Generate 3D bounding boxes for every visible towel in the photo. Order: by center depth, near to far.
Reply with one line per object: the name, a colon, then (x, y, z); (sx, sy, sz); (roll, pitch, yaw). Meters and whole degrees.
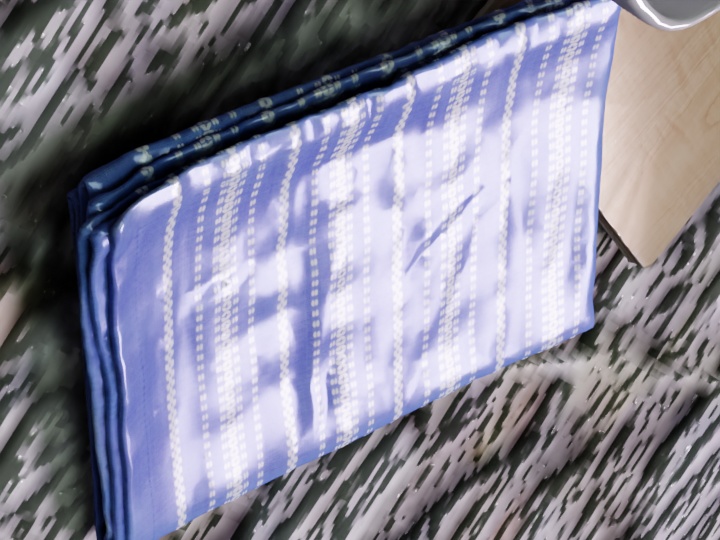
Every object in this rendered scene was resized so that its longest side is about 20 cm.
towel: (0.000, 0.000, 0.816); (0.200, 0.024, 0.145); (-24, 134, -28)

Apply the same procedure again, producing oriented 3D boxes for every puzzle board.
puzzle board: (0.125, -0.114, 0.886); (0.200, 0.017, 0.151); (-51, 140, -7)

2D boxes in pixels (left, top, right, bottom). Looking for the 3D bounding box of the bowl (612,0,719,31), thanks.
bowl: (0.099, -0.194, 0.749); (0.200, 0.075, 0.200); (-42, 136, -16)
